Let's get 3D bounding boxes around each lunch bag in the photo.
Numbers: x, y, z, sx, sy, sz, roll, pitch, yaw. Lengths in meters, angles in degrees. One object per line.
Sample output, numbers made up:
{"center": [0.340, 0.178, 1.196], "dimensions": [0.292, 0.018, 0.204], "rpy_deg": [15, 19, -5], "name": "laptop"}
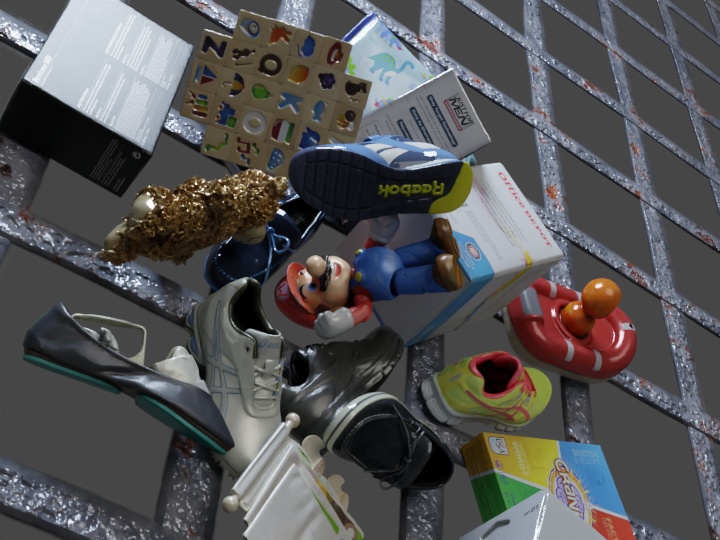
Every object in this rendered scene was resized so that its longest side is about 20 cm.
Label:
{"center": [-0.003, -0.188, 1.238], "dimensions": [0.170, 0.127, 0.200], "rpy_deg": [43, 63, -3], "name": "lunch bag"}

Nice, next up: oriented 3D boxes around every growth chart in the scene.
{"center": [-0.043, 0.236, 0.847], "dimensions": [0.145, 0.018, 0.201], "rpy_deg": [-36, 102, -55], "name": "growth chart"}

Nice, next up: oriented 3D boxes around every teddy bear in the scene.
{"center": [-0.153, -0.044, 0.933], "dimensions": [0.067, 0.145, 0.200], "rpy_deg": [57, 24, 12], "name": "teddy bear"}

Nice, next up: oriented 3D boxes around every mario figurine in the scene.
{"center": [0.000, 0.000, 1.014], "dimensions": [0.123, 0.198, 0.107], "rpy_deg": [-55, 127, -74], "name": "mario figurine"}

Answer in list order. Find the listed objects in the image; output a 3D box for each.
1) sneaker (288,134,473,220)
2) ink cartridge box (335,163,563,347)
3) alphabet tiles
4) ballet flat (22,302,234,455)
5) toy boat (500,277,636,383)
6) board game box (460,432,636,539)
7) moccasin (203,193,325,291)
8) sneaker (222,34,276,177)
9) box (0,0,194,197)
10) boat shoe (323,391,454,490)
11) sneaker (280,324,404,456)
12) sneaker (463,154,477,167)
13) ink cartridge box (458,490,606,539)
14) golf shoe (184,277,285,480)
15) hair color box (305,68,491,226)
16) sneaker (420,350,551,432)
{"center": [0.015, -0.100, 1.016], "dimensions": [0.198, 0.075, 0.082], "rpy_deg": [2, 29, -25], "name": "sneaker"}
{"center": [0.108, -0.021, 1.167], "dimensions": [0.199, 0.146, 0.147], "rpy_deg": [-12, 64, -47], "name": "ink cartridge box"}
{"center": [-0.094, -0.193, 1.104], "dimensions": [0.198, 0.168, 0.006], "rpy_deg": [16, -1, -6], "name": "alphabet tiles"}
{"center": [-0.186, 0.086, 0.836], "dimensions": [0.199, 0.073, 0.073], "rpy_deg": [28, 40, -10], "name": "ballet flat"}
{"center": [0.287, 0.060, 1.275], "dimensions": [0.199, 0.131, 0.131], "rpy_deg": [18, 45, -31], "name": "toy boat"}
{"center": [0.215, 0.264, 1.092], "dimensions": [0.199, 0.040, 0.154], "rpy_deg": [12, 48, -36], "name": "board game box"}
{"center": [-0.099, -0.044, 1.056], "dimensions": [0.080, 0.068, 0.200], "rpy_deg": [43, 38, -3], "name": "moccasin"}
{"center": [-0.120, -0.188, 1.137], "dimensions": [0.070, 0.109, 0.201], "rpy_deg": [0, 56, -42], "name": "sneaker"}
{"center": [-0.270, -0.194, 1.026], "dimensions": [0.141, 0.079, 0.201], "rpy_deg": [32, 39, -22], "name": "box"}
{"center": [0.034, 0.168, 0.937], "dimensions": [0.062, 0.075, 0.200], "rpy_deg": [41, 3, 35], "name": "boat shoe"}
{"center": [-0.022, 0.101, 0.996], "dimensions": [0.091, 0.076, 0.200], "rpy_deg": [40, 35, 4], "name": "sneaker"}
{"center": [0.113, -0.131, 1.335], "dimensions": [0.082, 0.074, 0.200], "rpy_deg": [43, 38, 2], "name": "sneaker"}
{"center": [0.193, 0.322, 0.931], "dimensions": [0.200, 0.145, 0.085], "rpy_deg": [41, 39, -6], "name": "ink cartridge box"}
{"center": [-0.103, 0.100, 0.898], "dimensions": [0.078, 0.097, 0.201], "rpy_deg": [3, 55, -44], "name": "golf shoe"}
{"center": [0.042, -0.143, 1.155], "dimensions": [0.101, 0.199, 0.061], "rpy_deg": [61, -6, -2], "name": "hair color box"}
{"center": [0.166, 0.132, 1.127], "dimensions": [0.199, 0.090, 0.079], "rpy_deg": [2, 52, -44], "name": "sneaker"}
